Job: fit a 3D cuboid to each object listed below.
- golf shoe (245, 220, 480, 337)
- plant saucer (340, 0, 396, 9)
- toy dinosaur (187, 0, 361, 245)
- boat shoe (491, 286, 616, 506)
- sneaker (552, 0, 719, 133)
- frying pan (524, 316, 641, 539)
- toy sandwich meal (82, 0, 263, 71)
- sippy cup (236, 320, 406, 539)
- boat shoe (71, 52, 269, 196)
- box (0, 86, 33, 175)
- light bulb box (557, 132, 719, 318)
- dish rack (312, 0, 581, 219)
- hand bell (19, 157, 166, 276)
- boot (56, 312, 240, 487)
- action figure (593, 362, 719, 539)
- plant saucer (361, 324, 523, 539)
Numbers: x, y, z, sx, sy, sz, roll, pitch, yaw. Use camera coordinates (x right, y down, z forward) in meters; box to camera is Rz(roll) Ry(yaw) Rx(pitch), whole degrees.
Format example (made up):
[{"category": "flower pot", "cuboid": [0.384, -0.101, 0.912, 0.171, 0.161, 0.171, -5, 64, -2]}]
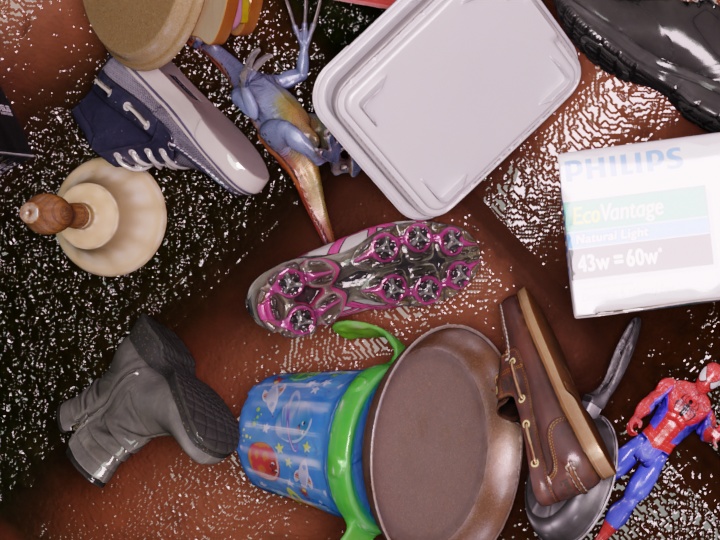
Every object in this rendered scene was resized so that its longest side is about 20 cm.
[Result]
[{"category": "golf shoe", "cuboid": [0.000, 0.000, 1.499, 0.198, 0.092, 0.073, -13, 99, -13]}, {"category": "plant saucer", "cuboid": [-0.035, -0.308, 1.448, 0.199, 0.200, 0.037, 14, 51, 25]}, {"category": "toy dinosaur", "cuboid": [-0.085, -0.133, 1.509, 0.181, 0.105, 0.201, 26, 108, 29]}, {"category": "boat shoe", "cuboid": [0.139, 0.098, 1.438, 0.070, 0.070, 0.201, -30, 42, 12]}, {"category": "sneaker", "cuboid": [0.249, -0.188, 1.462, 0.199, 0.076, 0.091, 32, 86, 1]}, {"category": "frying pan", "cuboid": [0.185, 0.137, 1.448, 0.031, 0.115, 0.191, 22, 108, -23]}, {"category": "toy sandwich meal", "cuboid": [-0.157, -0.257, 1.474, 0.204, 0.070, 0.207, 4, 95, 50]}, {"category": "sippy cup", "cuboid": [-0.026, 0.139, 1.476, 0.129, 0.178, 0.141, 5, 126, 33]}, {"category": "boat shoe", "cuboid": [-0.162, -0.106, 1.512, 0.093, 0.075, 0.200, -50, 58, 13]}, {"category": "box", "cuboid": [-0.402, -0.090, 1.522, 0.199, 0.164, 0.087, -28, 86, 10]}, {"category": "light bulb box", "cuboid": [0.257, -0.037, 1.391, 0.196, 0.200, 0.126, -7, 90, 10]}, {"category": "dish rack", "cuboid": [0.078, -0.147, 1.444, 0.200, 0.044, 0.172, -44, 120, -2]}, {"category": "hand bell", "cuboid": [-0.234, -0.046, 1.475, 0.103, 0.200, 0.105, 0, 91, 9]}, {"category": "boot", "cuboid": [-0.180, 0.135, 1.498, 0.068, 0.200, 0.131, 36, 99, -36]}, {"category": "action figure", "cuboid": [0.229, 0.156, 1.455, 0.065, 0.099, 0.200, 38, 95, 6]}, {"category": "plant saucer", "cuboid": [0.062, 0.143, 1.448, 0.032, 0.199, 0.202, 2, 92, 40]}]
